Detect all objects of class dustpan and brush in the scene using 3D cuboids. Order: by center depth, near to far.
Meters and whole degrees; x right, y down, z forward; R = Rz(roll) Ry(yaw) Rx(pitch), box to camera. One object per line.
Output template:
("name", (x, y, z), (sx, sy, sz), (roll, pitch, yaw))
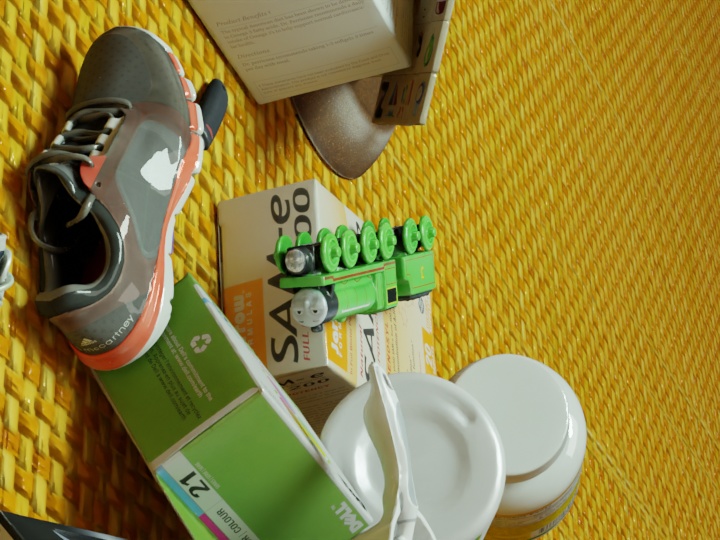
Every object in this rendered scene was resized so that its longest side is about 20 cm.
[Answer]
("dustpan and brush", (0.020, 0.150, 1.178), (0.201, 0.057, 0.139), (70, 16, 9))

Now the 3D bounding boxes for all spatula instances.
("spatula", (-0.104, -0.071, 1.362), (0.200, 0.020, 0.057), (-66, 138, -60))

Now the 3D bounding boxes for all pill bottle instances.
("pill bottle", (0.023, 0.143, 1.382), (0.200, 0.110, 0.112), (100, -14, -69))
("pill bottle", (0.103, 0.124, 1.607), (0.200, 0.112, 0.114), (79, 4, -74))

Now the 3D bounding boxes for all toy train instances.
("toy train", (0.000, 0.000, 1.372), (0.200, 0.041, 0.057), (-14, 101, -68))

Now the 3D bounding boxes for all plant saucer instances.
("plant saucer", (-0.012, -0.169, 1.658), (0.200, 0.036, 0.202), (-13, 90, -70))

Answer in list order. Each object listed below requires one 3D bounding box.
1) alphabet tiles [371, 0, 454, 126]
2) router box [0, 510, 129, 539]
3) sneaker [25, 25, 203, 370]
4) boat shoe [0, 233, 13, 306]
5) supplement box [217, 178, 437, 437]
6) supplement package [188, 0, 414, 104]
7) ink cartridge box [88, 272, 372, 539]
("alphabet tiles", (0.036, -0.179, 1.524), (0.200, 0.007, 0.169), (-163, -94, -77))
("router box", (-0.091, 0.195, 1.074), (0.157, 0.052, 0.200), (45, 7, 25))
("sneaker", (-0.135, -0.052, 1.194), (0.082, 0.077, 0.201), (40, 41, -50))
("boat shoe", (-0.190, -0.004, 1.016), (0.073, 0.066, 0.202), (-6, 84, -70))
("supplement box", (-0.016, 0.039, 1.463), (0.200, 0.073, 0.127), (38, 43, -60))
("supplement package", (-0.053, -0.222, 1.454), (0.200, 0.116, 0.118), (56, 29, -47))
("ink cartridge box", (-0.048, 0.120, 1.192), (0.200, 0.076, 0.148), (52, -2, 43))
